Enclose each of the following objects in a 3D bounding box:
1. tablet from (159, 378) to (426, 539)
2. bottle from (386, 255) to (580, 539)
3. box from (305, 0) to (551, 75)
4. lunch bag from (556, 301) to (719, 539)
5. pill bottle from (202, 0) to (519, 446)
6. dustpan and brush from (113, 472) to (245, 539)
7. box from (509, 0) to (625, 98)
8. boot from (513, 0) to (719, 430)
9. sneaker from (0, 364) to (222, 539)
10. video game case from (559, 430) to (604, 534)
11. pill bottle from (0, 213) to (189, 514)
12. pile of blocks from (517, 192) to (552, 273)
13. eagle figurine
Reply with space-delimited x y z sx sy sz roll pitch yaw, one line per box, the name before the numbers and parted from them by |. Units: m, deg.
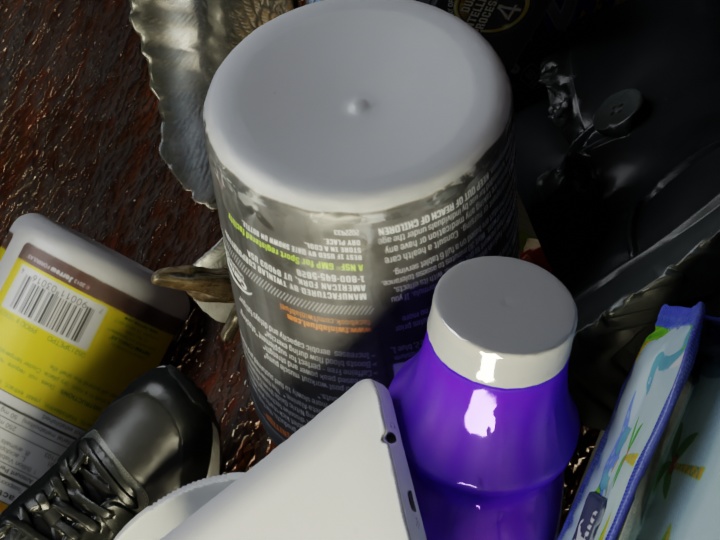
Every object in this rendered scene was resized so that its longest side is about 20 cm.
tablet | -0.037 0.135 0.807 0.200 0.014 0.131 -39 55 42
bottle | 0.034 0.084 0.814 0.084 0.065 0.201 -88 5 -49
box | 0.025 -0.139 0.962 0.162 0.049 0.201 117 156 -48
lunch bag | 0.117 0.106 0.700 0.200 0.127 0.171 22 86 60
pill bottle | 0.006 0.007 0.865 0.201 0.105 0.107 84 -174 -48
dustpan and brush | -0.043 0.128 1.048 0.199 0.057 0.140 -26 40 14
box | 0.102 -0.172 1.044 0.201 0.064 0.070 -56 26 -1
boot | 0.137 -0.053 0.843 0.200 0.076 0.169 -34 35 22
sneaker | -0.143 0.134 1.176 0.076 0.087 0.200 46 119 20
video game case | 0.115 0.102 0.840 0.143 0.018 0.201 5 70 61
pill bottle | -0.180 0.079 1.292 0.201 0.109 0.109 -63 26 -1
pile of blocks | 0.049 -0.015 0.983 0.082 0.062 0.200 -56 28 18
eagle figurine | -0.024 -0.073 1.123 0.150 0.152 0.201 -7 70 16
